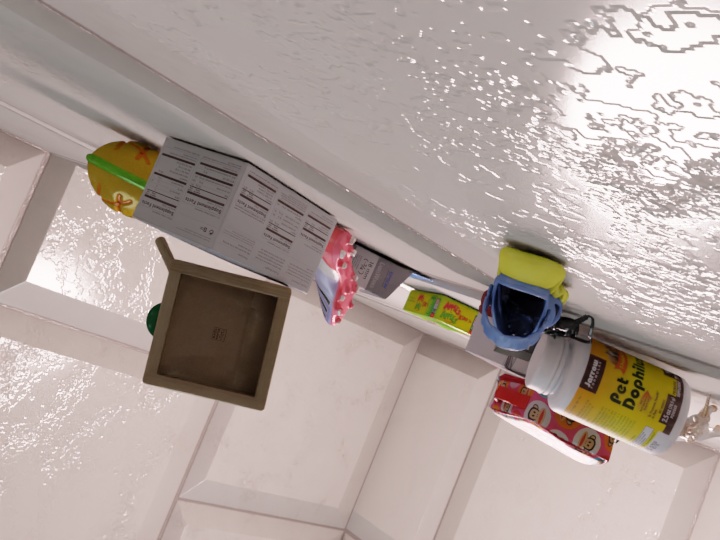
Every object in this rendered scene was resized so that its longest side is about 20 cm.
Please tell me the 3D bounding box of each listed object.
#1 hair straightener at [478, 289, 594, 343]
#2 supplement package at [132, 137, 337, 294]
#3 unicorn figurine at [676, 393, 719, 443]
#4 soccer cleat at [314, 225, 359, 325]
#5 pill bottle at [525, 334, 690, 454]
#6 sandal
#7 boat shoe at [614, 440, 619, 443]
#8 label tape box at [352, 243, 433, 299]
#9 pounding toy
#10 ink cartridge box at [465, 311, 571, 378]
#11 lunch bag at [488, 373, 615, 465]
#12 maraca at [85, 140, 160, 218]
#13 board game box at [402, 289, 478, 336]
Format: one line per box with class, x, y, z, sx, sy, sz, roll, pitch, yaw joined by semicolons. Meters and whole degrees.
hair straightener;0.235;0.059;1.030;0.076;0.042;0.199;21;173;-25
supplement package;-0.157;-0.067;1.038;0.154;0.112;0.199;20;174;35
unicorn figurine;0.521;0.246;1.301;0.136;0.075;0.199;-8;163;-40
soccer cleat;-0.047;0.004;1.210;0.076;0.067;0.201;27;145;19
pill bottle;0.328;0.158;1.085;0.198;0.111;0.109;23;176;3
sandal;0.155;0.037;0.789;0.079;0.088;0.200;20;177;20
boat shoe;0.410;0.207;1.242;0.064;0.071;0.201;41;157;21
label tape box;0.000;0.000;1.335;0.198;0.064;0.144;26;176;-20
pounding toy;-0.202;0.063;1.066;0.197;0.187;0.142;14;176;-6
ink cartridge box;0.293;0.140;1.321;0.198;0.085;0.145;20;174;37
lunch bag;0.282;0.220;1.239;0.175;0.083;0.200;28;172;-11
maraca;-0.315;-0.125;1.205;0.199;0.108;0.137;26;-178;-35
board game box;0.163;0.083;1.592;0.100;0.048;0.200;24;176;-14
